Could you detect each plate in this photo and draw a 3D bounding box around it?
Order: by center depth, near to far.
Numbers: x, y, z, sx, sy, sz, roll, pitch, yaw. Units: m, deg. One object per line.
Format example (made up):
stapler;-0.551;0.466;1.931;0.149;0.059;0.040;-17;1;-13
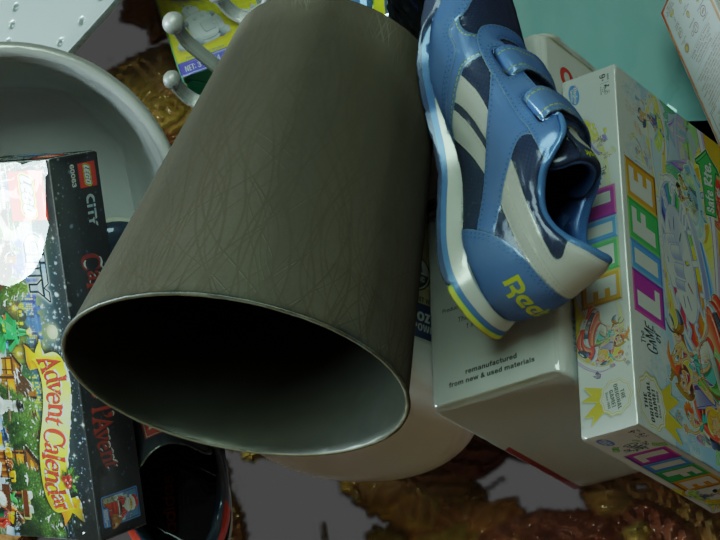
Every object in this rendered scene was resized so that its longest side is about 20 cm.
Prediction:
plate;0.135;-0.146;1.473;0.199;0.026;0.202;1;84;-11

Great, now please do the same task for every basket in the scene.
basket;-0.038;-0.028;1.241;0.179;0.136;0.201;1;53;22

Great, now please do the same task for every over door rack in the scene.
over door rack;-0.050;-0.192;1.437;0.066;0.200;0.148;31;65;-12

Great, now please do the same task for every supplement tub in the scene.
supplement tub;0.000;0.000;1.377;0.143;0.145;0.201;-3;57;10

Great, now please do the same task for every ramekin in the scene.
ramekin;-0.198;-0.032;1.418;0.199;0.105;0.202;0;97;-4

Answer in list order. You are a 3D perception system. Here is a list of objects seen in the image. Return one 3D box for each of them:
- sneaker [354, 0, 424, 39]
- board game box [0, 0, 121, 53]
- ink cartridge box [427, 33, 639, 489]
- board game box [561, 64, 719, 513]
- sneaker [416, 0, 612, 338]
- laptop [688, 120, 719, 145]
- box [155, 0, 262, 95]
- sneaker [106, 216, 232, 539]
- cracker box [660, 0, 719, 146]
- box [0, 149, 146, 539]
sneaker;0.009;-0.201;1.492;0.078;0.066;0.201;-10;49;31
board game box;-0.200;-0.208;1.567;0.200;0.026;0.200;-45;50;16
ink cartridge box;0.107;-0.004;1.329;0.083;0.144;0.201;-18;59;32
board game box;0.158;0.011;1.287;0.034;0.134;0.201;-18;60;32
sneaker;0.080;-0.069;1.236;0.082;0.074;0.201;-20;67;30
laptop;0.211;0.012;1.407;0.199;0.104;0.178;-2;53;-21
box;-0.081;-0.204;1.588;0.117;0.048;0.201;-21;54;-1
sneaker;-0.110;0.068;1.338;0.074;0.085;0.201;-17;91;-2
cracker box;0.269;-0.095;1.408;0.133;0.058;0.201;-3;53;-21
box;-0.187;0.040;1.315;0.136;0.202;0.038;-1;9;39
